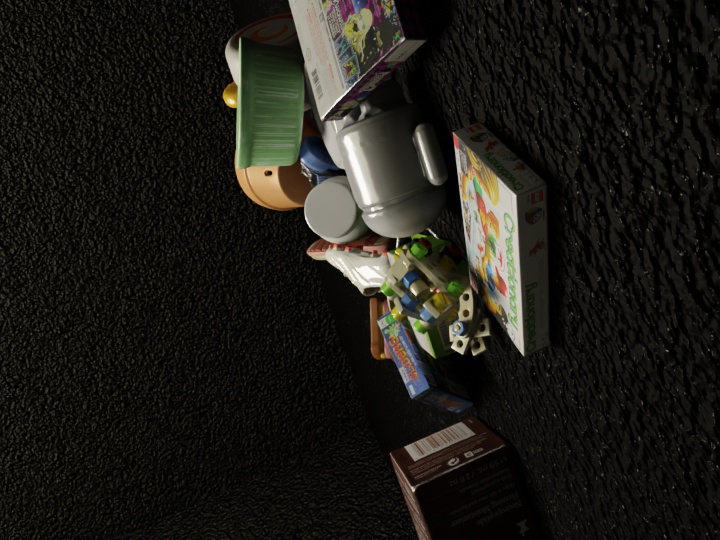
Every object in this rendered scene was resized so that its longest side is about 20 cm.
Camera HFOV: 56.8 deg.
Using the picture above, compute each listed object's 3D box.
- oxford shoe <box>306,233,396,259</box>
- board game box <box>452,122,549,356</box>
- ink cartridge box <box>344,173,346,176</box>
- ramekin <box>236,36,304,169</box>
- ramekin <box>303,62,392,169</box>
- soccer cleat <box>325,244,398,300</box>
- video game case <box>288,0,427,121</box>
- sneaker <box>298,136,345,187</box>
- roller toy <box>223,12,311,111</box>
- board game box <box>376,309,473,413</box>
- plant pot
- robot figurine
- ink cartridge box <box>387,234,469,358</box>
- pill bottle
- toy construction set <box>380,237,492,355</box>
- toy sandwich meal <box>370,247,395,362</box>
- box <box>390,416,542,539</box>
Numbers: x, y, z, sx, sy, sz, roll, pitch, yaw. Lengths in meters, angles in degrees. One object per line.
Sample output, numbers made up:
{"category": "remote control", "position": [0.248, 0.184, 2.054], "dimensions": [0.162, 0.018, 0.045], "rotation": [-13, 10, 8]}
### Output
{"category": "oxford shoe", "position": [-0.016, -0.028, 1.290], "dimensions": [0.197, 0.071, 0.075], "rotation": [1, 128, 34]}
{"category": "board game box", "position": [0.142, -0.029, 0.662], "dimensions": [0.127, 0.034, 0.202], "rotation": [-119, 11, -50]}
{"category": "ink cartridge box", "position": [-0.042, -0.225, 1.422], "dimensions": [0.200, 0.039, 0.101], "rotation": [109, 140, -80]}
{"category": "ramekin", "position": [-0.147, -0.261, 1.062], "dimensions": [0.200, 0.096, 0.204], "rotation": [-179, 90, -78]}
{"category": "ramekin", "position": [-0.013, -0.241, 0.976], "dimensions": [0.202, 0.093, 0.205], "rotation": [159, 90, -83]}
{"category": "soccer cleat", "position": [0.000, 0.000, 1.105], "dimensions": [0.199, 0.068, 0.079], "rotation": [13, 100, 54]}
{"category": "video game case", "position": [-0.016, -0.296, 0.728], "dimensions": [0.181, 0.035, 0.203], "rotation": [-28, 75, 56]}
{"category": "sneaker", "position": [-0.073, -0.179, 1.155], "dimensions": [0.070, 0.078, 0.200], "rotation": [52, -163, 6]}
{"category": "roller toy", "position": [-0.144, -0.367, 1.214], "dimensions": [0.180, 0.201, 0.141], "rotation": [9, 135, 28]}
{"category": "board game box", "position": [0.107, 0.149, 1.062], "dimensions": [0.200, 0.034, 0.137], "rotation": [33, -152, -57]}
{"category": "plant pot", "position": [-0.134, -0.209, 1.330], "dimensions": [0.140, 0.198, 0.203], "rotation": [29, 142, 53]}
{"category": "robot figurine", "position": [0.039, -0.128, 0.829], "dimensions": [0.169, 0.112, 0.203], "rotation": [-8, 105, 55]}
{"category": "ink cartridge box", "position": [0.093, 0.029, 0.998], "dimensions": [0.200, 0.075, 0.150], "rotation": [-149, 39, -76]}
{"category": "pill bottle", "position": [-0.028, -0.105, 1.155], "dimensions": [0.200, 0.113, 0.116], "rotation": [-22, -89, -78]}
{"category": "toy construction set", "position": [0.101, 0.029, 0.801], "dimensions": [0.199, 0.092, 0.132], "rotation": [31, -160, -53]}
{"category": "toy sandwich meal", "position": [0.051, 0.062, 1.184], "dimensions": [0.205, 0.069, 0.209], "rotation": [-12, -90, -77]}
{"category": "box", "position": [0.165, 0.369, 1.046], "dimensions": [0.164, 0.164, 0.203], "rotation": [-166, 55, -80]}
